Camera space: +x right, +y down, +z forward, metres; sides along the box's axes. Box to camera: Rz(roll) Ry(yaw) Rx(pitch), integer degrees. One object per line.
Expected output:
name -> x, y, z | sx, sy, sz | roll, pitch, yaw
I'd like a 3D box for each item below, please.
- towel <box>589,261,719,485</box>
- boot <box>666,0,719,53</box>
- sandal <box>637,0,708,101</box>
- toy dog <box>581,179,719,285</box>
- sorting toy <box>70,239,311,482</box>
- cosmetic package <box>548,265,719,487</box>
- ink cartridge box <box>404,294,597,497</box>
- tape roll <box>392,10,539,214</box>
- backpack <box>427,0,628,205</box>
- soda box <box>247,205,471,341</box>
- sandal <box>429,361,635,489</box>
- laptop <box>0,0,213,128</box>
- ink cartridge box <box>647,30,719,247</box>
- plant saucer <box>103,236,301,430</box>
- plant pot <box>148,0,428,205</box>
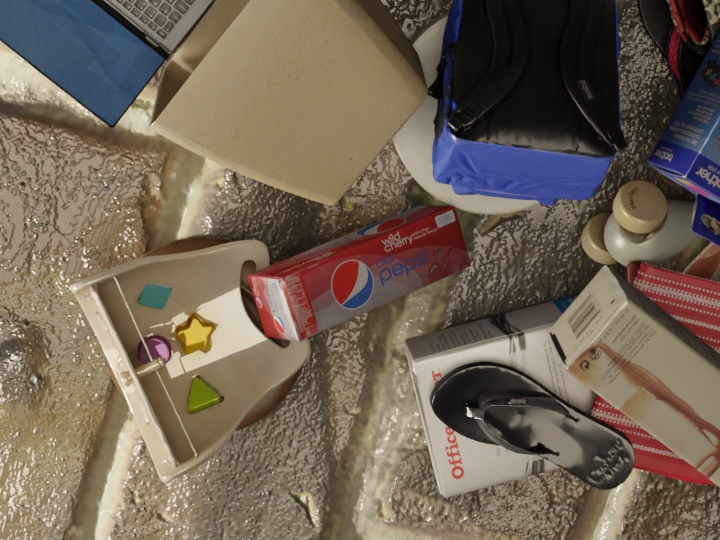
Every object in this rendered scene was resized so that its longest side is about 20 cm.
towel -> 0.298, 0.101, 1.535 | 0.144, 0.022, 0.201 | 13, 104, -10
boot -> 0.372, -0.215, 1.508 | 0.153, 0.073, 0.204 | -24, 97, -25
sandal -> 0.322, -0.203, 1.547 | 0.075, 0.045, 0.200 | -23, 102, 1
toy dog -> 0.312, -0.023, 1.551 | 0.199, 0.132, 0.097 | -7, 66, 5
sorting toy -> -0.147, 0.061, 1.516 | 0.180, 0.107, 0.200 | -25, 101, -7
cosmetic package -> 0.276, 0.098, 1.469 | 0.200, 0.103, 0.087 | 37, 101, -12
ink cartridge box -> 0.154, 0.118, 1.584 | 0.199, 0.084, 0.146 | -13, 105, -1
tape roll -> 0.125, -0.154, 1.550 | 0.202, 0.037, 0.203 | -1, 103, -3
backpack -> 0.138, -0.169, 1.449 | 0.162, 0.168, 0.201 | 8, 69, -9
soda box -> 0.000, 0.000, 1.517 | 0.200, 0.070, 0.064 | -23, 104, -28
sandal -> 0.162, 0.142, 1.513 | 0.200, 0.043, 0.076 | 21, 103, 1
laptop -> -0.230, -0.268, 1.462 | 0.187, 0.116, 0.200 | 39, 97, -11
ink cartridge box -> 0.351, -0.117, 1.446 | 0.136, 0.076, 0.200 | 27, 96, -21
plant saucer -> -0.151, 0.069, 1.580 | 0.200, 0.037, 0.201 | -1, 102, -4
plant pot -> -0.052, -0.177, 1.447 | 0.177, 0.200, 0.200 | 37, 106, -17
